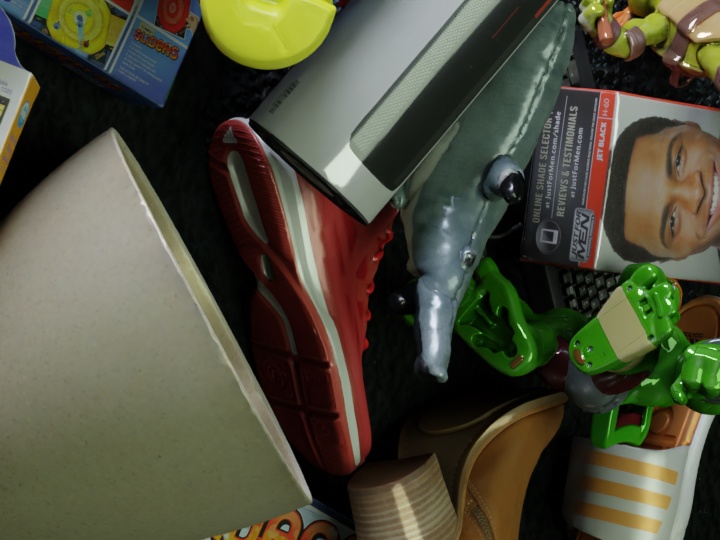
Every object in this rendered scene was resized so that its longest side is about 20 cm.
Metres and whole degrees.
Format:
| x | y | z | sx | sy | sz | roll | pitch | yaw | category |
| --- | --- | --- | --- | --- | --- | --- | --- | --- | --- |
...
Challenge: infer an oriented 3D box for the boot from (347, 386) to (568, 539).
| x | y | z | sx | sy | sz | roll | pitch | yaw | category |
| --- | --- | --- | --- | --- | --- | --- | --- | --- | --- |
| 0.069 | 0.155 | 1.508 | 0.200 | 0.076 | 0.156 | -37 | 114 | -59 | boot |

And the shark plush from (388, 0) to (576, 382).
| x | y | z | sx | sy | sz | roll | pitch | yaw | category |
| --- | --- | --- | --- | --- | --- | --- | --- | --- | --- |
| 0.051 | -0.044 | 1.385 | 0.091 | 0.083 | 0.200 | 43 | 57 | -24 | shark plush |

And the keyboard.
| x | y | z | sx | sy | sz | roll | pitch | yaw | category |
| --- | --- | --- | --- | --- | --- | --- | --- | --- | --- |
| 0.102 | -0.029 | 1.570 | 0.127 | 0.021 | 0.201 | -29 | 114 | -31 | keyboard |

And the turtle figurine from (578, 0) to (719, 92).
| x | y | z | sx | sy | sz | roll | pitch | yaw | category |
| --- | --- | --- | --- | --- | --- | --- | --- | --- | --- |
| 0.190 | -0.127 | 1.551 | 0.199 | 0.161 | 0.065 | -15 | 130 | -35 | turtle figurine |

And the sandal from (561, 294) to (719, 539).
| x | y | z | sx | sy | sz | roll | pitch | yaw | category |
| --- | --- | --- | --- | --- | --- | --- | --- | --- | --- |
| 0.155 | 0.100 | 1.605 | 0.059 | 0.079 | 0.207 | 32 | 70 | -36 | sandal |

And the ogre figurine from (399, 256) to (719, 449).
| x | y | z | sx | sy | sz | roll | pitch | yaw | category |
| --- | --- | --- | --- | --- | --- | --- | --- | --- | --- |
| 0.127 | 0.041 | 1.469 | 0.120 | 0.199 | 0.099 | 22 | 62 | -57 | ogre figurine |

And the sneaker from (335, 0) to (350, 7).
| x | y | z | sx | sy | sz | roll | pitch | yaw | category |
| --- | --- | --- | --- | --- | --- | --- | --- | --- | --- |
| -0.001 | -0.235 | 1.388 | 0.098 | 0.070 | 0.202 | 21 | 73 | -79 | sneaker |

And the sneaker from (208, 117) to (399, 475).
| x | y | z | sx | sy | sz | roll | pitch | yaw | category |
| --- | --- | --- | --- | --- | --- | --- | --- | --- | --- |
| 0.000 | 0.000 | 1.459 | 0.115 | 0.078 | 0.201 | -25 | 114 | -31 | sneaker |

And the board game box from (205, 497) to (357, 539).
| x | y | z | sx | sy | sz | roll | pitch | yaw | category |
| --- | --- | --- | --- | --- | --- | --- | --- | --- | --- |
| -0.069 | 0.173 | 1.463 | 0.200 | 0.034 | 0.136 | 33 | 78 | -37 | board game box |

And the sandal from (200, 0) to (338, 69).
| x | y | z | sx | sy | sz | roll | pitch | yaw | category |
| --- | --- | --- | --- | --- | --- | --- | --- | --- | --- |
| -0.025 | -0.190 | 1.304 | 0.079 | 0.087 | 0.201 | 21 | 90 | 2 | sandal |

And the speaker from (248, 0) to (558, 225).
| x | y | z | sx | sy | sz | roll | pitch | yaw | category |
| --- | --- | --- | --- | --- | --- | --- | --- | --- | --- |
| 0.038 | -0.123 | 1.366 | 0.200 | 0.081 | 0.081 | -49 | 125 | -4 | speaker |

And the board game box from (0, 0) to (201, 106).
| x | y | z | sx | sy | sz | roll | pitch | yaw | category |
| --- | --- | --- | --- | --- | --- | --- | --- | --- | --- |
| -0.148 | -0.182 | 1.322 | 0.200 | 0.034 | 0.136 | 32 | 77 | -38 | board game box |

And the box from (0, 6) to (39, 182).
| x | y | z | sx | sy | sz | roll | pitch | yaw | category |
| --- | --- | --- | --- | --- | --- | --- | --- | --- | --- |
| -0.228 | -0.037 | 1.256 | 0.119 | 0.041 | 0.201 | 22 | 82 | 1 | box |

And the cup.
| x | y | z | sx | sy | sz | roll | pitch | yaw | category |
| --- | --- | --- | --- | --- | --- | --- | --- | --- | --- |
| -0.131 | 0.054 | 1.312 | 0.143 | 0.200 | 0.201 | -28 | 118 | -2 | cup |

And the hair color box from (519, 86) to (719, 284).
| x | y | z | sx | sy | sz | roll | pitch | yaw | category |
| --- | --- | --- | --- | --- | --- | --- | --- | --- | --- |
| 0.183 | -0.044 | 1.591 | 0.199 | 0.061 | 0.102 | 4 | 94 | -44 | hair color box |
